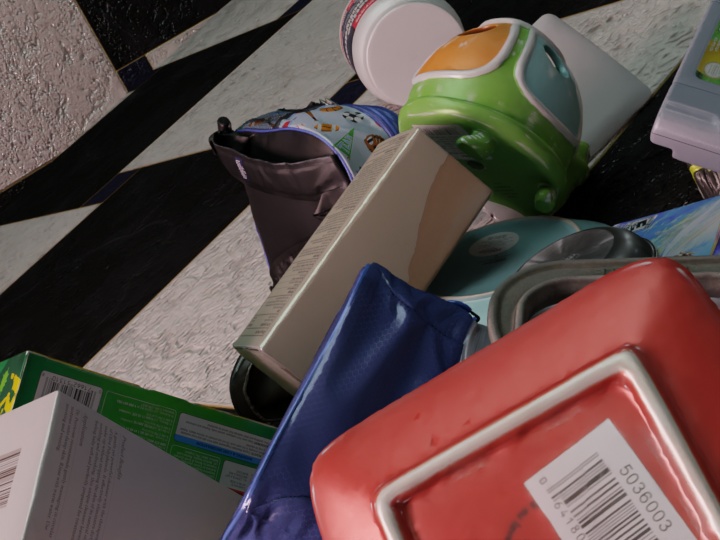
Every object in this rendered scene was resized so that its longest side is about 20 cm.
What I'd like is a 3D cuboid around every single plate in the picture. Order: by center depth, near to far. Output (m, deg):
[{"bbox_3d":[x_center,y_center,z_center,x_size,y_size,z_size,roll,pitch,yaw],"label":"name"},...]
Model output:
[{"bbox_3d":[0.104,-0.002,0.953,0.199,0.026,0.200,-18,21,7],"label":"plate"}]

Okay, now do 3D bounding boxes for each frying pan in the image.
[{"bbox_3d":[0.131,0.023,0.793,0.115,0.031,0.190,-25,19,24],"label":"frying pan"}]

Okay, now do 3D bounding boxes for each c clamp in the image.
[{"bbox_3d":[0.159,0.037,0.656,0.199,0.027,0.171,1,36,18],"label":"c clamp"}]

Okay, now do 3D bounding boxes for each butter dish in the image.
[{"bbox_3d":[0.110,0.133,0.548,0.199,0.148,0.201,-32,62,16],"label":"butter dish"}]

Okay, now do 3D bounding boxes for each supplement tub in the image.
[{"bbox_3d":[0.053,-0.283,1.562,0.140,0.141,0.200,-35,20,4],"label":"supplement tub"}]

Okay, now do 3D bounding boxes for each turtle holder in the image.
[{"bbox_3d":[0.124,-0.117,1.012,0.132,0.185,0.141,-67,13,-17],"label":"turtle holder"}]

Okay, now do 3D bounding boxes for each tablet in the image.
[{"bbox_3d":[0.153,-0.137,1.128,0.200,0.130,0.014,-43,-17,-18],"label":"tablet"}]

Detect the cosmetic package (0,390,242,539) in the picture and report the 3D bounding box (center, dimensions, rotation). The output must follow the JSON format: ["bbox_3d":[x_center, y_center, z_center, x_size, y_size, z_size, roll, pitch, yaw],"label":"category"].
[{"bbox_3d":[-0.143,0.170,0.764,0.085,0.200,0.108,-23,44,31],"label":"cosmetic package"}]

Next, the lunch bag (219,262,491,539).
[{"bbox_3d":[0.019,0.103,0.724,0.201,0.132,0.136,-62,0,-24],"label":"lunch bag"}]

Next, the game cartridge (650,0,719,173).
[{"bbox_3d":[0.291,-0.130,0.882,0.041,0.133,0.200,100,-163,-45],"label":"game cartridge"}]

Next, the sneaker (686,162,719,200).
[{"bbox_3d":[0.275,-0.109,0.919,0.076,0.076,0.200,-18,31,26],"label":"sneaker"}]

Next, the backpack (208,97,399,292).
[{"bbox_3d":[-0.021,-0.070,1.178,0.154,0.201,0.190,-30,20,-24],"label":"backpack"}]

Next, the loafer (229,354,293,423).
[{"bbox_3d":[-0.022,0.055,1.034,0.200,0.073,0.071,-40,18,-9],"label":"loafer"}]

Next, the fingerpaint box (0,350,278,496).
[{"bbox_3d":[-0.174,0.128,0.900,0.167,0.199,0.074,-18,56,59],"label":"fingerpaint box"}]

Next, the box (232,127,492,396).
[{"bbox_3d":[0.000,0.000,0.928,0.200,0.078,0.095,-54,13,-11],"label":"box"}]

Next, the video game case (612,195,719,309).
[{"bbox_3d":[0.208,0.024,0.775,0.181,0.046,0.200,-15,29,42],"label":"video game case"}]
